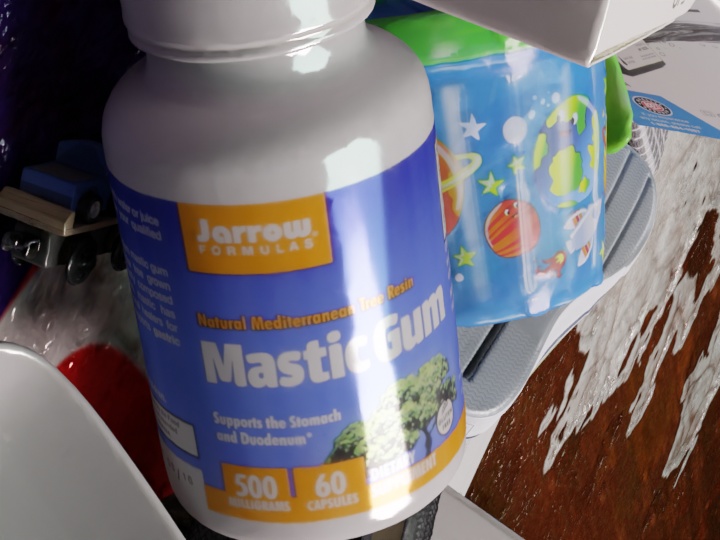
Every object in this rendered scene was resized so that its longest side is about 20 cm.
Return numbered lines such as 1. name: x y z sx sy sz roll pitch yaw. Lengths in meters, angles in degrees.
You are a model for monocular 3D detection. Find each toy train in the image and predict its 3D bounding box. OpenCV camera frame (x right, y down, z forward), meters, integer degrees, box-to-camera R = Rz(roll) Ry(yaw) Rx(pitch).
1. toy train: -0.070 -0.034 0.715 0.200 0.034 0.046 -24 130 -62

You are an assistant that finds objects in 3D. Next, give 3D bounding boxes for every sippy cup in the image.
1. sippy cup: 0.045 -0.049 0.783 0.140 0.177 0.131 -143 -138 -73

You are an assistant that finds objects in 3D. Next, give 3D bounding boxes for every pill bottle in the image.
1. pill bottle: -0.026 -0.018 0.643 0.112 0.111 0.201 -42 133 -48

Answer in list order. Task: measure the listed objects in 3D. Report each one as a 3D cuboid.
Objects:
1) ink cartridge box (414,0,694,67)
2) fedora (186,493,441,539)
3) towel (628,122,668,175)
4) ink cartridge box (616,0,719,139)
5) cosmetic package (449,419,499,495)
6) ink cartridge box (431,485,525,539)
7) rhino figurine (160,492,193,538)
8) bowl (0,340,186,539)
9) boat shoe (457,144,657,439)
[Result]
1. ink cartridge box: 0.011 -0.163 0.535 0.083 0.199 0.147 -32 141 -57
2. fedora: -0.025 0.120 0.770 0.201 0.091 0.202 16 90 -90
3. towel: 0.155 -0.150 1.080 0.166 0.085 0.200 -64 160 -10
4. ink cartridge box: 0.144 -0.141 0.871 0.200 0.145 0.084 36 78 -41
5. cosmetic package: 0.056 0.041 1.089 0.201 0.051 0.151 -65 158 -4
6. ink cartridge box: 0.006 0.222 1.015 0.145 0.084 0.200 -55 178 -34
7. rhino figurine: -0.070 0.156 0.887 0.088 0.060 0.200 -59 157 -25
8. bowl: -0.127 0.138 0.582 0.074 0.200 0.200 -32 -179 35
9. boat shoe: 0.077 0.009 0.930 0.200 0.072 0.062 -48 179 -34
